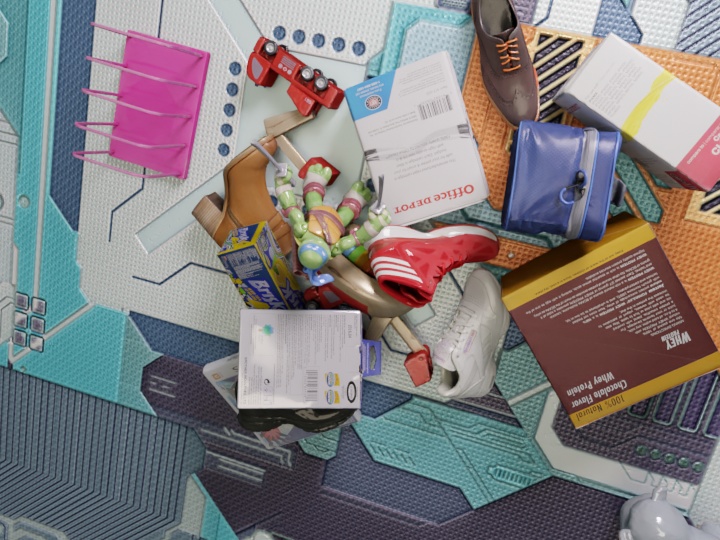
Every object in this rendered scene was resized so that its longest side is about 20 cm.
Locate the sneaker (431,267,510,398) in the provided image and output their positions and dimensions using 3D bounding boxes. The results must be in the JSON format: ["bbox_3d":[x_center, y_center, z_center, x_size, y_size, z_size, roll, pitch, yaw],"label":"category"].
[{"bbox_3d":[0.157,0.097,0.840,0.099,0.075,0.201,-3,104,-32],"label":"sneaker"}]

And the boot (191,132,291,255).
[{"bbox_3d":[-0.148,-0.096,0.889,0.155,0.074,0.200,43,120,-5],"label":"boot"}]

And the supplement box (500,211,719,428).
[{"bbox_3d":[0.323,0.062,0.779,0.197,0.133,0.200,-30,93,17],"label":"supplement box"}]

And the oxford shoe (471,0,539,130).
[{"bbox_3d":[0.188,-0.282,0.767,0.071,0.073,0.200,-19,97,16],"label":"oxford shoe"}]

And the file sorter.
[{"bbox_3d":[-0.333,-0.249,0.871,0.139,0.125,0.200,18,106,8],"label":"file sorter"}]

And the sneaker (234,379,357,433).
[{"bbox_3d":[-0.097,0.190,0.874,0.199,0.076,0.091,-7,116,6],"label":"sneaker"}]

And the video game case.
[{"bbox_3d":[-0.123,0.198,0.934,0.182,0.023,0.200,-21,120,17],"label":"video game case"}]

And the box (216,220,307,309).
[{"bbox_3d":[-0.135,0.031,0.879,0.064,0.070,0.200,-13,122,16],"label":"box"}]

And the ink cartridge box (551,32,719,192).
[{"bbox_3d":[0.346,-0.189,0.712,0.200,0.145,0.083,36,107,3],"label":"ink cartridge box"}]

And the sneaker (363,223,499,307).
[{"bbox_3d":[0.108,0.002,0.798,0.199,0.116,0.078,-2,146,-12],"label":"sneaker"}]

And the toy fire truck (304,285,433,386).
[{"bbox_3d":[0.014,0.094,0.896,0.141,0.049,0.200,-23,94,16],"label":"toy fire truck"}]

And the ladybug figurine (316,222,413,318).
[{"bbox_3d":[0.000,0.000,0.848,0.200,0.136,0.072,41,131,21],"label":"ladybug figurine"}]

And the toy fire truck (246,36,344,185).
[{"bbox_3d":[-0.096,-0.232,0.859,0.200,0.049,0.141,36,109,5],"label":"toy fire truck"}]

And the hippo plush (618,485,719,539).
[{"bbox_3d":[0.434,0.400,0.808,0.161,0.200,0.160,30,85,14],"label":"hippo plush"}]

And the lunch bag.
[{"bbox_3d":[0.252,-0.109,0.724,0.132,0.200,0.136,8,99,10],"label":"lunch bag"}]

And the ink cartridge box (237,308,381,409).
[{"bbox_3d":[-0.068,0.124,0.816,0.199,0.076,0.137,1,84,-4],"label":"ink cartridge box"}]

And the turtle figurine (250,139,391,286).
[{"bbox_3d":[-0.033,-0.099,0.749,0.144,0.194,0.200,-6,115,7],"label":"turtle figurine"}]

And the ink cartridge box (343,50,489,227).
[{"bbox_3d":[0.082,-0.177,0.809,0.146,0.086,0.200,-16,100,16],"label":"ink cartridge box"}]
